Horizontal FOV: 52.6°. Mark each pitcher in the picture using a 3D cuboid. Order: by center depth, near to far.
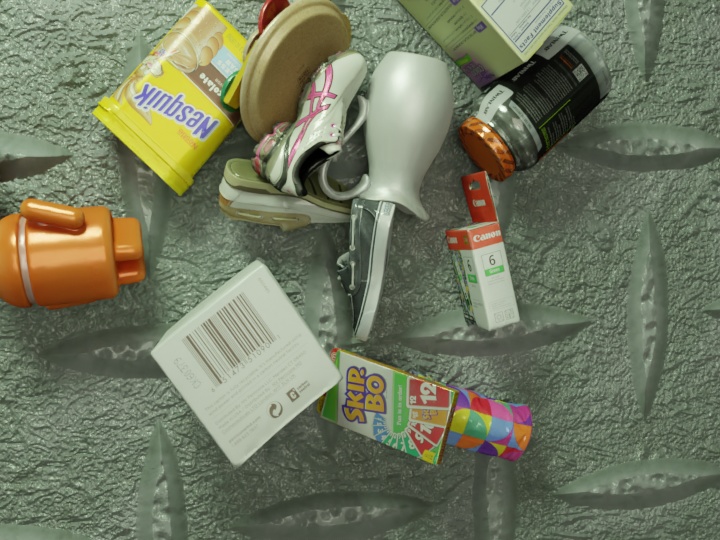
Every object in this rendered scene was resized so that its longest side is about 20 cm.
[{"bbox_3d":[0.035,-0.183,0.962,0.167,0.121,0.206,7,99,-26],"label":"pitcher"}]

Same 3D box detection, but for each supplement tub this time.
[{"bbox_3d":[0.236,-0.225,0.999,0.199,0.122,0.123,-42,99,-6],"label":"supplement tub"}]

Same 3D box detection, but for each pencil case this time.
[{"bbox_3d":[0.142,0.203,1.024,0.195,0.088,0.091,20,89,-11],"label":"pencil case"}]

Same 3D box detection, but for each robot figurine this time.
[{"bbox_3d":[-0.369,-0.019,0.898,0.194,0.144,0.120,-7,84,-16],"label":"robot figurine"}]

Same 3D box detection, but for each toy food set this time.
[{"bbox_3d":[-0.085,-0.254,0.919,0.048,0.197,0.203,35,98,23],"label":"toy food set"}]

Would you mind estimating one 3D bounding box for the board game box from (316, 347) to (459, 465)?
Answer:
[{"bbox_3d":[0.029,0.177,0.976,0.196,0.030,0.098,16,90,29],"label":"board game box"}]

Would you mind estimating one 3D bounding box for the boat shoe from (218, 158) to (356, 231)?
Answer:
[{"bbox_3d":[-0.094,-0.093,0.975,0.195,0.076,0.069,12,125,-22],"label":"boat shoe"}]

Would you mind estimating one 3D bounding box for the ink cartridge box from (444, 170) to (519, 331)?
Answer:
[{"bbox_3d":[0.158,-0.027,1.001,0.049,0.109,0.206,-15,95,-9],"label":"ink cartridge box"}]

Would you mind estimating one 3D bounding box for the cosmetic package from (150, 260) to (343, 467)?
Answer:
[{"bbox_3d":[-0.141,0.104,0.907,0.163,0.200,0.167,-37,98,-6],"label":"cosmetic package"}]

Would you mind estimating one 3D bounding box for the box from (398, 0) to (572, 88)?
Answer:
[{"bbox_3d":[0.147,-0.359,0.948,0.200,0.176,0.097,45,86,-9],"label":"box"}]

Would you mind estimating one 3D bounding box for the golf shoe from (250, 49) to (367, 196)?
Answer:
[{"bbox_3d":[-0.046,-0.182,0.915,0.091,0.073,0.202,35,86,21],"label":"golf shoe"}]

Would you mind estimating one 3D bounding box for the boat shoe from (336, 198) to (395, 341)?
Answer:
[{"bbox_3d":[0.000,0.000,0.974,0.066,0.072,0.205,12,122,6],"label":"boat shoe"}]

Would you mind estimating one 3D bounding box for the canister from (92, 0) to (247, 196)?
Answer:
[{"bbox_3d":[-0.221,-0.223,0.936,0.148,0.086,0.201,41,84,-10],"label":"canister"}]
